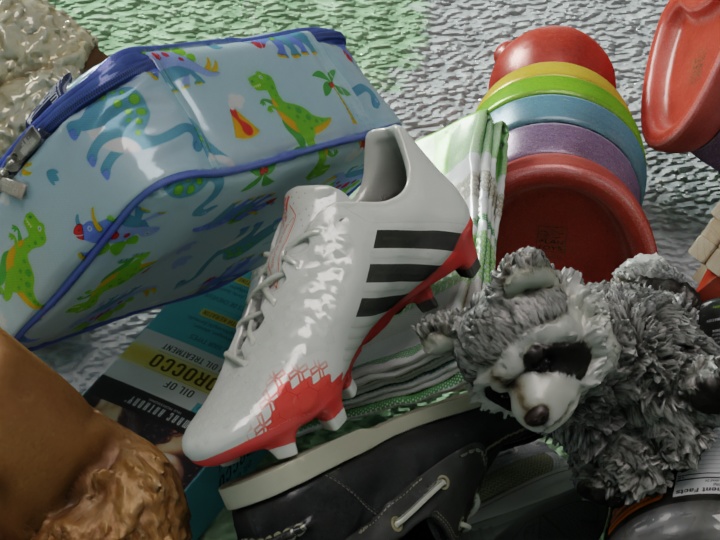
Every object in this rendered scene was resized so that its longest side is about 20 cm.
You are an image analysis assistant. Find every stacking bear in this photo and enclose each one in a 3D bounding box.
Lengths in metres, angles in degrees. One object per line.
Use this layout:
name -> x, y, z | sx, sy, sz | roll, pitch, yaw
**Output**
stacking bear -> 0.277, -0.089, 1.210 | 0.200, 0.121, 0.114 | 20, 79, -14
stacking bear -> 0.110, -0.068, 1.185 | 0.121, 0.114, 0.200 | 5, 37, 2

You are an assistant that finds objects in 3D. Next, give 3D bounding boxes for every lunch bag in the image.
lunch bag -> -0.090, -0.039, 0.977 | 0.200, 0.161, 0.082 | -19, 70, -50

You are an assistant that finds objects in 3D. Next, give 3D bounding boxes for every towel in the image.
towel -> 0.000, 0.000, 1.039 | 0.149, 0.031, 0.200 | -18, 36, 22

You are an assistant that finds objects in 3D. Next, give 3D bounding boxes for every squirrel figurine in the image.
squirrel figurine -> -0.181, 0.130, 0.902 | 0.200, 0.142, 0.187 | 34, 77, 7

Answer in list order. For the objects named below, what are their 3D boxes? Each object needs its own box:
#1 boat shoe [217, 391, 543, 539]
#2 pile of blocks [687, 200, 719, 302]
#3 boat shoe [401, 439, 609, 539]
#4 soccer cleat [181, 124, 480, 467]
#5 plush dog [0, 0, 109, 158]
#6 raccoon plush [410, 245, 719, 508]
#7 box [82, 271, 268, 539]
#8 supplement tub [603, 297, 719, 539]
boat shoe -> 0.021, 0.098, 0.930 | 0.200, 0.072, 0.068 | -18, 82, -47
pile of blocks -> 0.216, 0.014, 1.099 | 0.082, 0.062, 0.200 | 38, 8, 13
boat shoe -> 0.024, 0.130, 0.989 | 0.202, 0.074, 0.065 | -17, 39, -27
soccer cleat -> -0.021, 0.010, 0.909 | 0.069, 0.085, 0.200 | -10, 26, 47
plush dog -> -0.167, -0.089, 1.138 | 0.172, 0.161, 0.200 | 26, 5, -11
raccoon plush -> 0.090, 0.024, 0.951 | 0.134, 0.097, 0.200 | 39, 13, -16
box -> -0.091, 0.074, 1.058 | 0.082, 0.049, 0.200 | 21, 44, 19
supplement tub -> 0.180, 0.115, 0.973 | 0.122, 0.123, 0.200 | 11, 42, 9
